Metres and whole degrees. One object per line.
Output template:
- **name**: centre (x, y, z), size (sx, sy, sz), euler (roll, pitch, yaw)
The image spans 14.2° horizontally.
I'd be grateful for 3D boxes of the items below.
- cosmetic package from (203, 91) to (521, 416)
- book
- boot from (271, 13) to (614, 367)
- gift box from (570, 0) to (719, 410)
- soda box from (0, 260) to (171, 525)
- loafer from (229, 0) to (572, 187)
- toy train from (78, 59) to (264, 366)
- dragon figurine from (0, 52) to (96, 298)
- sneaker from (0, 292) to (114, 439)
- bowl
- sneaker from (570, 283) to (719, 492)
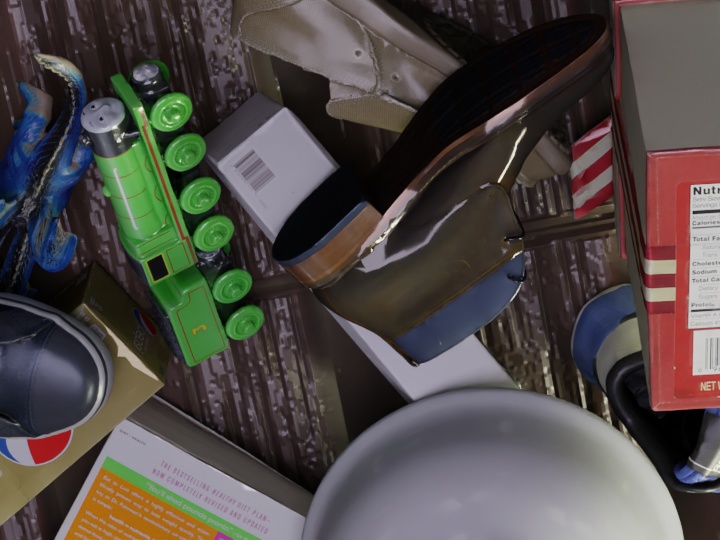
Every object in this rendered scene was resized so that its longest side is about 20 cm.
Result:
- **cosmetic package**: centre (0.000, 0.000, 1.494), size (0.051, 0.083, 0.200), euler (-41, 105, -5)
- **book**: centre (-0.111, 0.185, 1.568), size (0.133, 0.048, 0.200), euler (31, 109, 3)
- **boot**: centre (0.062, -0.039, 1.417), size (0.200, 0.075, 0.097), euler (-36, 115, 16)
- **gift box**: centre (0.202, -0.042, 1.431), size (0.184, 0.187, 0.200), euler (0, 129, -1)
- **soda box**: centre (-0.194, 0.089, 1.537), size (0.200, 0.068, 0.064), euler (-41, 105, 13)
- **loafer**: centre (0.018, -0.101, 1.470), size (0.200, 0.076, 0.067), euler (36, 108, -2)
- **toy train**: centre (-0.097, -0.026, 1.466), size (0.056, 0.042, 0.200), euler (-28, 138, -9)
- **dragon figurine**: centre (-0.166, -0.037, 1.457), size (0.059, 0.200, 0.100), euler (22, 70, -9)
- **sneaker**: centre (-0.228, 0.048, 1.455), size (0.200, 0.079, 0.079), euler (11, 108, 9)
- **bowl**: centre (0.065, 0.167, 1.455), size (0.201, 0.090, 0.201), euler (2, 110, 4)
- **sneaker**: centre (0.201, 0.089, 1.508), size (0.199, 0.115, 0.081), euler (27, 108, -8)
